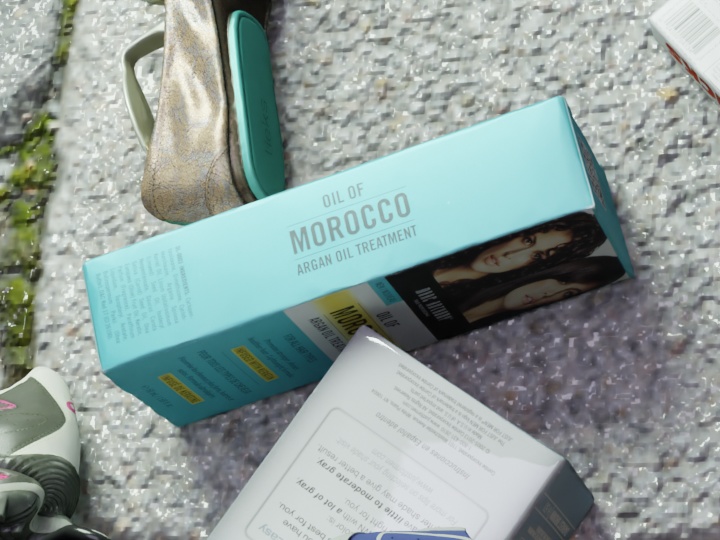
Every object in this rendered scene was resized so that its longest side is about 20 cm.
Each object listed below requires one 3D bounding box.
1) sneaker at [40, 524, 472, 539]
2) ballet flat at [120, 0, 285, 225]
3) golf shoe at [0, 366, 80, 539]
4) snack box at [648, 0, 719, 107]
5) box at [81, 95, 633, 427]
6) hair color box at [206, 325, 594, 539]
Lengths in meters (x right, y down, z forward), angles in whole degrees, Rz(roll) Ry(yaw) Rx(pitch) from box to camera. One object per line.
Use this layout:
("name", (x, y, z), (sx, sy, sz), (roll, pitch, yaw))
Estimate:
("sneaker", (-0.054, 0.129, 0.724), (0.198, 0.115, 0.081), (-10, 70, -3))
("ballet flat", (-0.071, -0.111, 0.934), (0.067, 0.068, 0.201), (-10, 65, 22))
("golf shoe", (-0.205, 0.095, 0.905), (0.199, 0.077, 0.088), (-8, 47, 13))
("snack box", (0.199, -0.051, 0.840), (0.072, 0.024, 0.200), (-39, 63, 0))
("box", (0.000, 0.000, 0.856), (0.199, 0.082, 0.049), (-19, 66, 11))
("hair color box", (-0.012, 0.133, 0.820), (0.099, 0.061, 0.200), (33, 82, 25))
